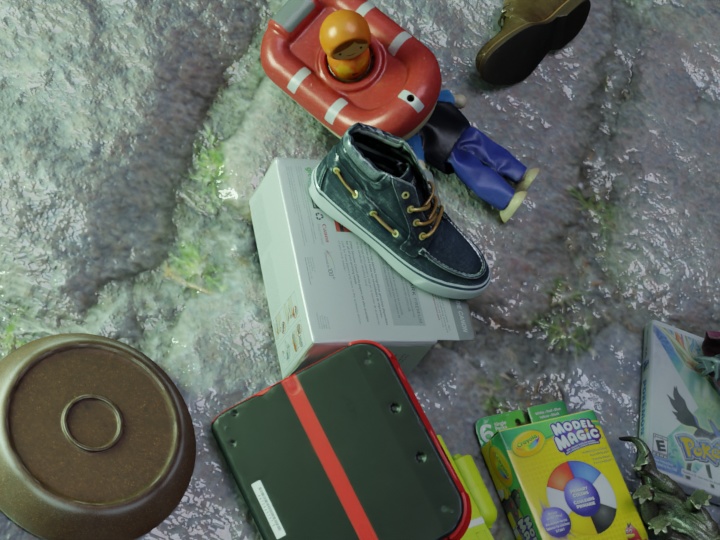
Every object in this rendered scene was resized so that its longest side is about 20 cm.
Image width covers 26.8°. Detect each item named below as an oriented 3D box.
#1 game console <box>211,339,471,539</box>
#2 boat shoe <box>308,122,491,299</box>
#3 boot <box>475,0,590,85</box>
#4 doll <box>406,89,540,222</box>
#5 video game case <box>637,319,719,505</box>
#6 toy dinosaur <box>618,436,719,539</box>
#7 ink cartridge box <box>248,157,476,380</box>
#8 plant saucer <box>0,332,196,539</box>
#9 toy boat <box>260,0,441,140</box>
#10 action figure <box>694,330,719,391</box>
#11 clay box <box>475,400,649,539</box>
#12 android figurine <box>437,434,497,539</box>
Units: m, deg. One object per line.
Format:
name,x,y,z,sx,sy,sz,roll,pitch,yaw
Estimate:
game console,-0.015,0.176,1.320,0.176,0.031,0.201,-29,72,1
boat shoe,0.049,-0.053,1.401,0.199,0.091,0.071,33,51,-6
boot,0.180,-0.273,1.729,0.075,0.074,0.200,33,45,21
doll,0.090,-0.133,1.602,0.199,0.049,0.137,35,51,-2
video game case,0.382,0.161,1.572,0.199,0.022,0.183,20,54,-13
toy dinosaur,0.298,0.235,1.435,0.077,0.103,0.200,-42,41,-12
ink cartridge box,0.000,0.000,1.455,0.174,0.084,0.201,2,60,-26
plant saucer,-0.233,0.137,1.295,0.199,0.035,0.202,11,57,-17
toy boat,-0.010,-0.218,1.528,0.200,0.131,0.131,40,81,14
action figure,0.453,0.070,1.565,0.198,0.149,0.135,-16,61,-17
clay box,0.195,0.215,1.434,0.114,0.048,0.201,-9,66,-27
android figurine,0.045,0.226,1.363,0.181,0.041,0.201,-16,68,-32
